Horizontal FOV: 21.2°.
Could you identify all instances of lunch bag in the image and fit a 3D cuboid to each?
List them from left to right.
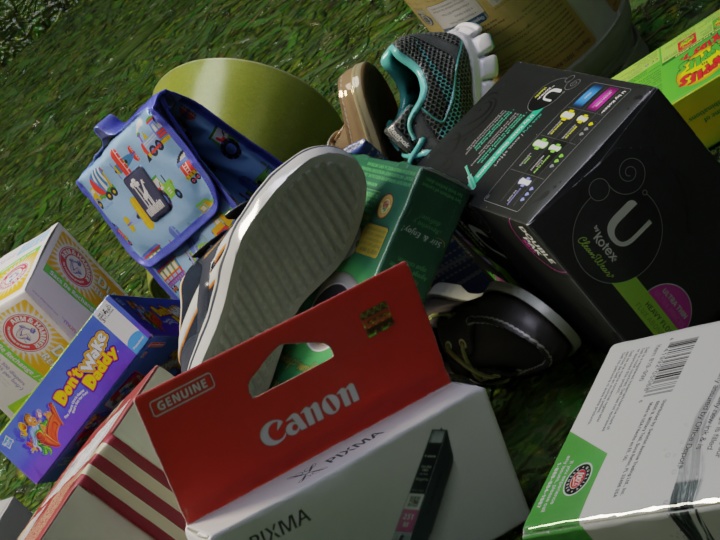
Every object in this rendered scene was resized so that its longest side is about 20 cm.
[{"bbox_3d":[-0.128,-0.055,1.531,0.094,0.200,0.151,-52,9,-36],"label":"lunch bag"}]

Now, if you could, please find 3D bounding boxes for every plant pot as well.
[{"bbox_3d":[-0.123,-0.057,1.757,0.187,0.187,0.200,-21,45,41],"label":"plant pot"}]

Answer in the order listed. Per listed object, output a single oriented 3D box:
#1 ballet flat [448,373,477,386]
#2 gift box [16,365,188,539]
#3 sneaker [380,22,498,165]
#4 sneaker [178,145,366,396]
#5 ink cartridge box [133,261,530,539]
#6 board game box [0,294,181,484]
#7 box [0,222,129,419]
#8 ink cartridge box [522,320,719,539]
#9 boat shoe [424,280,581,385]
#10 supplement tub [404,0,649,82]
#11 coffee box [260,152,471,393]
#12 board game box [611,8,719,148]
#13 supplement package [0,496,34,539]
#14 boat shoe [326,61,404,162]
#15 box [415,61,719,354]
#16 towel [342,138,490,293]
[{"bbox_3d":[-0.012,0.124,1.308,0.200,0.072,0.072,-25,26,20],"label":"ballet flat"},{"bbox_3d":[-0.121,0.196,1.248,0.185,0.187,0.200,-57,7,-29],"label":"gift box"},{"bbox_3d":[0.061,-0.093,1.471,0.078,0.091,0.200,142,123,-59],"label":"sneaker"},{"bbox_3d":[-0.068,-0.004,1.259,0.200,0.078,0.079,-60,31,17],"label":"sneaker"},{"bbox_3d":[-0.012,0.113,1.144,0.200,0.174,0.044,-27,16,-23],"label":"ink cartridge box"},{"bbox_3d":[-0.169,0.085,1.401,0.135,0.045,0.200,-51,-14,8],"label":"board game box"},{"bbox_3d":[-0.243,0.077,1.636,0.112,0.200,0.101,-30,25,27],"label":"box"},{"bbox_3d":[0.203,0.098,1.009,0.200,0.083,0.147,-17,32,48],"label":"ink cartridge box"},{"bbox_3d":[0.084,0.050,1.320,0.061,0.072,0.201,-46,14,-14],"label":"boat shoe"},{"bbox_3d":[0.128,-0.219,1.564,0.145,0.200,0.145,-34,23,17],"label":"supplement tub"},{"bbox_3d":[-0.007,0.025,1.260,0.123,0.044,0.200,16,83,64],"label":"coffee box"},{"bbox_3d":[0.211,-0.111,1.432,0.200,0.048,0.102,-32,24,24],"label":"board game box"},{"bbox_3d":[-0.316,0.272,1.509,0.200,0.117,0.117,-20,30,42],"label":"supplement package"},{"bbox_3d":[0.001,-0.080,1.527,0.064,0.200,0.071,-2,46,12],"label":"boat shoe"},{"bbox_3d":[0.148,-0.039,1.266,0.124,0.149,0.200,-47,23,-8],"label":"box"},{"bbox_3d":[0.000,0.000,1.392,0.145,0.200,0.024,-35,45,13],"label":"towel"}]
